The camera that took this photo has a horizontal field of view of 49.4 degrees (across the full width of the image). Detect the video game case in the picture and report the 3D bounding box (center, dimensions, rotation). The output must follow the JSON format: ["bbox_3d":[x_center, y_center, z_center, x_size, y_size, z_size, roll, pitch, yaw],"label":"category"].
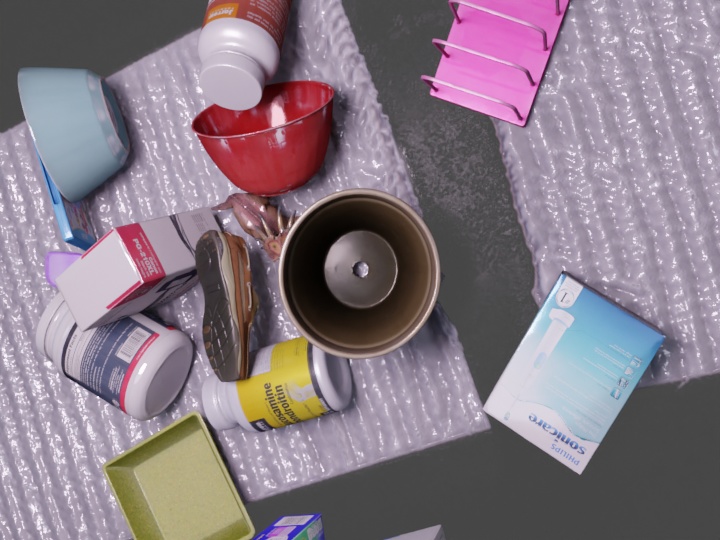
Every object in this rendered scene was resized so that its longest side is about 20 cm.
[{"bbox_3d":[-0.448,-0.133,1.179,0.017,0.143,0.204,-18,86,-6],"label":"video game case"}]

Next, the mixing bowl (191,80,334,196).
[{"bbox_3d":[-0.121,-0.172,1.066,0.195,0.201,0.110,-2,121,17],"label":"mixing bowl"}]

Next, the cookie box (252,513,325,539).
[{"bbox_3d":[-0.099,0.465,1.076,0.073,0.171,0.205,-9,90,20],"label":"cookie box"}]

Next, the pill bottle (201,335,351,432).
[{"bbox_3d":[-0.118,0.162,1.099,0.196,0.112,0.115,-18,87,17],"label":"pill bottle"}]

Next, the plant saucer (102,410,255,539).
[{"bbox_3d":[-0.268,0.340,1.187,0.198,0.048,0.203,-30,83,17],"label":"plant saucer"}]

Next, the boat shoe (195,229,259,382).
[{"bbox_3d":[-0.169,0.046,1.057,0.075,0.073,0.206,-8,87,43],"label":"boat shoe"}]

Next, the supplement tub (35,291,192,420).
[{"bbox_3d":[-0.362,0.117,1.160,0.197,0.140,0.143,26,99,15],"label":"supplement tub"}]

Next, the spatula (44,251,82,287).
[{"bbox_3d":[-0.408,0.001,1.232,0.195,0.021,0.058,2,91,17],"label":"spatula"}]

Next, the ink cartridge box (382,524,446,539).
[{"bbox_3d":[0.071,0.474,1.067,0.142,0.084,0.205,-19,85,17],"label":"ink cartridge box"}]

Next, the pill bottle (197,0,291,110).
[{"bbox_3d":[-0.156,-0.322,1.051,0.109,0.113,0.204,-3,60,17],"label":"pill bottle"}]

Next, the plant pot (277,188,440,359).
[{"bbox_3d":[0.000,0.000,1.012,0.195,0.174,0.206,0,93,1],"label":"plant pot"}]

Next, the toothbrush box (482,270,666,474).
[{"bbox_3d":[0.267,0.125,0.991,0.145,0.085,0.203,30,100,13],"label":"toothbrush box"}]

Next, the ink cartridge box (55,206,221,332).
[{"bbox_3d":[-0.295,-0.006,1.091,0.143,0.199,0.086,-33,86,29],"label":"ink cartridge box"}]

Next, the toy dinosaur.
[{"bbox_3d":[-0.133,-0.066,1.083,0.198,0.135,0.087,31,101,14],"label":"toy dinosaur"}]

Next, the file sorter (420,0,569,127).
[{"bbox_3d":[0.172,-0.307,0.983,0.136,0.125,0.204,21,98,15],"label":"file sorter"}]

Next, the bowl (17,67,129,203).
[{"bbox_3d":[-0.408,-0.212,1.150,0.103,0.201,0.205,-18,87,-4],"label":"bowl"}]
